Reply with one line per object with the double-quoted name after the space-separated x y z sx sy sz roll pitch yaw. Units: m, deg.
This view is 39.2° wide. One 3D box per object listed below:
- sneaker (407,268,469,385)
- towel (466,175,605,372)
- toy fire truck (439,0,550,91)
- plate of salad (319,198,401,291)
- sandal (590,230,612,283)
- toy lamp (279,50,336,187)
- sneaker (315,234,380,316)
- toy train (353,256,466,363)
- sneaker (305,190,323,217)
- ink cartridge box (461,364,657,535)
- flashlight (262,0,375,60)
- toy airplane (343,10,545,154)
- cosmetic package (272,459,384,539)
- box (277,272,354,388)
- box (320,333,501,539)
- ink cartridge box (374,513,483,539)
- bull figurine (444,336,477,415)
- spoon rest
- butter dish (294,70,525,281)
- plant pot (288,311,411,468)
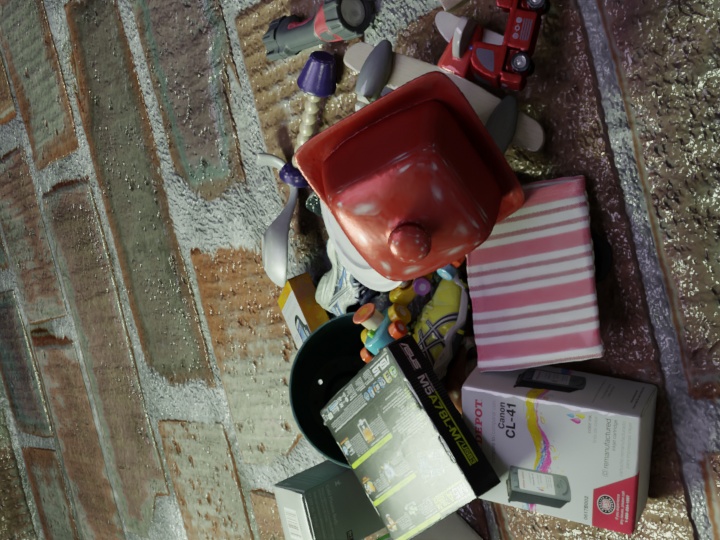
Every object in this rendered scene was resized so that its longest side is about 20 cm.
0.080 0.090 1.263 0.075 0.076 0.202 160 130 -84 "sneaker"
0.189 0.005 1.107 0.145 0.030 0.202 -10 79 30 "towel"
0.131 -0.301 1.065 0.140 0.049 0.202 16 99 16 "toy fire truck"
0.012 -0.074 1.237 0.200 0.048 0.202 31 129 47 "plate of salad"
0.195 -0.045 1.148 0.200 0.043 0.077 29 125 44 "sandal"
-0.072 -0.212 1.426 0.058 0.058 0.201 44 136 34 "toy lamp"
0.000 0.000 1.406 0.085 0.077 0.201 46 145 26 "sneaker"
0.059 0.024 1.250 0.056 0.201 0.150 39 164 -12 "toy train"
-0.017 -0.129 1.384 0.077 0.087 0.200 25 155 -4 "sneaker"
0.217 0.190 1.119 0.198 0.086 0.149 7 112 25 "ink cartridge box"
-0.061 -0.333 1.364 0.199 0.067 0.069 5 111 56 "flashlight"
0.090 -0.193 1.147 0.199 0.141 0.201 -18 99 36 "toy airplane"
-0.016 0.320 1.434 0.090 0.199 0.108 -5 102 54 "cosmetic package"
-0.064 0.113 1.523 0.201 0.041 0.119 64 162 10 "box"
0.050 0.202 1.176 0.194 0.047 0.200 56 143 13 "box"
0.074 0.444 1.406 0.084 0.145 0.201 40 132 36 "ink cartridge box"
0.172 0.174 1.246 0.200 0.065 0.122 48 132 28 "bull figurine"
-0.120 -0.076 1.510 0.099 0.060 0.202 138 127 -77 "spoon rest"
0.052 -0.066 1.049 0.199 0.148 0.200 -26 123 22 "butter dish"
-0.003 0.168 1.369 0.161 0.199 0.202 123 125 -76 "plant pot"
